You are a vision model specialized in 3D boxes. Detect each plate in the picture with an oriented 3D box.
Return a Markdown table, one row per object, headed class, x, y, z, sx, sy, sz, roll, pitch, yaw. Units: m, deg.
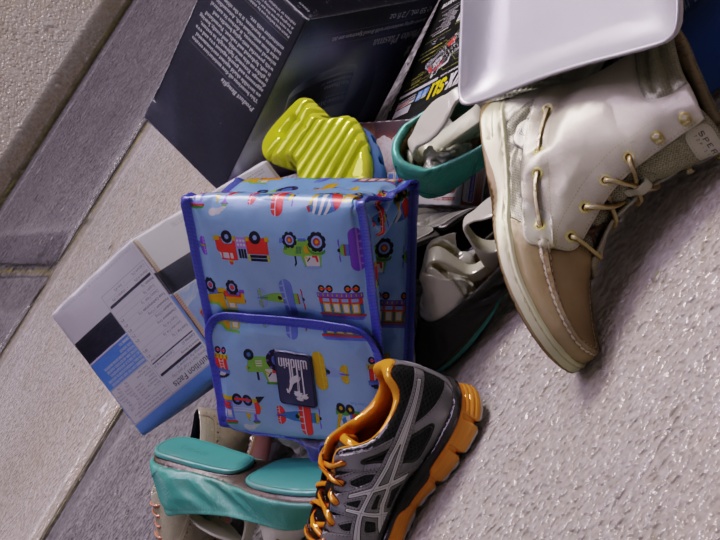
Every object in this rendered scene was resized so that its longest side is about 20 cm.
| class | x | y | z | sx | sy | sz | roll | pitch | yaw |
| --- | --- | --- | --- | --- | --- | --- | --- | --- | --- |
| plate | 0.141 | -0.219 | 1.226 | 0.199 | 0.032 | 0.201 | -13 | 70 | 50 |

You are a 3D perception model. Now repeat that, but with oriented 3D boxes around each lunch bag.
| class | x | y | z | sx | sy | sz | roll | pitch | yaw |
| --- | --- | --- | --- | --- | --- | --- | --- | --- | --- |
| lunch bag | -0.037 | 0.038 | 1.357 | 0.150 | 0.202 | 0.094 | 2 | 12 | 27 |

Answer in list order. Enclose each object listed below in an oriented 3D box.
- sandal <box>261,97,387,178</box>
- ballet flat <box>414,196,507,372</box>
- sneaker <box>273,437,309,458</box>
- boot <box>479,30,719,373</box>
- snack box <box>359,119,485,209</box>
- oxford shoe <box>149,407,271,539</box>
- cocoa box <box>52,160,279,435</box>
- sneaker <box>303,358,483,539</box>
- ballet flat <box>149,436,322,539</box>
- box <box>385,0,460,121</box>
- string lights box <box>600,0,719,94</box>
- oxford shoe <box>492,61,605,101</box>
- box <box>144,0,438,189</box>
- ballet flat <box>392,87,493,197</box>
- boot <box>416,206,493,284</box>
| class | x | y | z | sx | sy | sz | roll | pitch | yaw |
| --- | --- | --- | --- | --- | --- | --- | --- | --- | --- |
| sandal | -0.012 | -0.081 | 1.523 | 0.080 | 0.087 | 0.200 | -50 | 25 | 7 |
| ballet flat | 0.087 | -0.009 | 1.324 | 0.200 | 0.068 | 0.068 | -45 | 22 | 27 |
| sneaker | -0.065 | 0.087 | 1.499 | 0.076 | 0.087 | 0.200 | -57 | 18 | -1 |
| boot | 0.163 | -0.048 | 1.192 | 0.154 | 0.072 | 0.201 | -22 | 59 | 23 |
| snack box | 0.044 | -0.088 | 1.555 | 0.200 | 0.024 | 0.073 | 5 | 87 | 61 |
| oxford shoe | -0.144 | 0.204 | 1.498 | 0.201 | 0.073 | 0.071 | -67 | 21 | -8 |
| cocoa box | -0.131 | 0.022 | 1.588 | 0.133 | 0.132 | 0.200 | -39 | -2 | 39 |
| sneaker | -0.001 | 0.148 | 1.266 | 0.201 | 0.077 | 0.078 | -58 | 21 | -4 |
| ballet flat | -0.075 | 0.172 | 1.401 | 0.199 | 0.071 | 0.067 | 6 | 22 | 39 |
| box | 0.110 | -0.191 | 1.598 | 0.200 | 0.049 | 0.160 | -23 | 39 | 56 |
| string lights box | 0.228 | -0.173 | 1.274 | 0.200 | 0.059 | 0.103 | -44 | 22 | 29 |
| oxford shoe | 0.161 | -0.175 | 1.272 | 0.075 | 0.058 | 0.200 | 53 | 124 | 25 |
| box | -0.060 | -0.194 | 1.699 | 0.199 | 0.123 | 0.199 | -20 | -33 | -49 |
| ballet flat | 0.105 | -0.125 | 1.406 | 0.200 | 0.070 | 0.068 | -36 | 60 | 18 |
| boot | 0.000 | 0.000 | 1.421 | 0.199 | 0.068 | 0.130 | -30 | 10 | -19 |
